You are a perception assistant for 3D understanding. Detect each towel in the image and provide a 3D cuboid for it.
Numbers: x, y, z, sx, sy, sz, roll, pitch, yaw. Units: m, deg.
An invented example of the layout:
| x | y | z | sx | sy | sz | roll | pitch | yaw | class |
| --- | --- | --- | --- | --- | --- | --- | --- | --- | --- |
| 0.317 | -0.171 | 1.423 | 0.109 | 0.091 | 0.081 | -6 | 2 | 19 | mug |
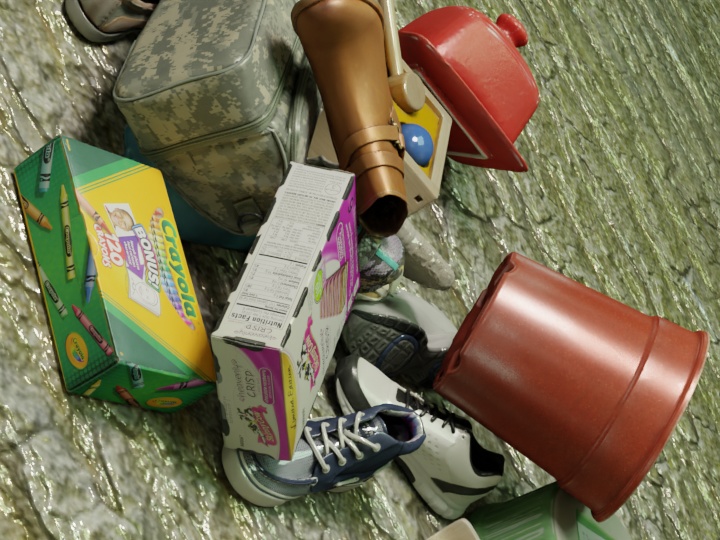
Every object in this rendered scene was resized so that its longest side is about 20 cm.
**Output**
| x | y | z | sx | sy | sz | roll | pitch | yaw | class |
| --- | --- | --- | --- | --- | --- | --- | --- | --- | --- |
| 0.006 | -0.047 | 1.786 | 0.133 | 0.034 | 0.200 | 47 | -11 | -26 | towel |

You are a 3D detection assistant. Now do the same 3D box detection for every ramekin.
| x | y | z | sx | sy | sz | roll | pitch | yaw | class |
| --- | --- | --- | --- | --- | --- | --- | --- | --- | --- |
| 0.192 | 0.296 | 1.803 | 0.200 | 0.097 | 0.201 | 41 | 32 | -33 | ramekin |

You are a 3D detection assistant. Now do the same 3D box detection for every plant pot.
| x | y | z | sx | sy | sz | roll | pitch | yaw | class |
| --- | --- | --- | --- | --- | --- | --- | --- | --- | --- |
| 0.183 | 0.094 | 1.752 | 0.195 | 0.201 | 0.201 | 30 | 30 | 0 | plant pot |

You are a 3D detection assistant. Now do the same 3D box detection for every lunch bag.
| x | y | z | sx | sy | sz | roll | pitch | yaw | class |
| --- | --- | --- | --- | --- | --- | --- | --- | --- | --- |
| -0.103 | -0.145 | 1.634 | 0.200 | 0.139 | 0.168 | -78 | 149 | -52 | lunch bag |

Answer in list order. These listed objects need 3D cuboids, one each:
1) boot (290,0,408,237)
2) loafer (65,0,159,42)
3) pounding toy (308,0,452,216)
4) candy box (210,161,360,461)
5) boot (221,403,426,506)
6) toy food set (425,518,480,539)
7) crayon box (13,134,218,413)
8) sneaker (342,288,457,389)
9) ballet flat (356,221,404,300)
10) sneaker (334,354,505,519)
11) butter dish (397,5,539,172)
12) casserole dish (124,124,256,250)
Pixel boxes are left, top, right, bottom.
| x | y | z | sx | sy | sz | roll | pitch | yaw | class |
| --- | --- | --- | --- | --- | --- | --- | --- | --- | --- |
| -0.005 | -0.128 | 1.574 | 0.200 | 0.076 | 0.156 | 81 | -1 | -65 | boot |
| -0.195 | -0.256 | 1.740 | 0.072 | 0.063 | 0.200 | 55 | 27 | -5 | loafer |
| 0.011 | -0.175 | 1.927 | 0.184 | 0.142 | 0.200 | 48 | 29 | -22 | pounding toy |
| -0.056 | 0.031 | 1.530 | 0.137 | 0.061 | 0.200 | 87 | 19 | -47 | candy box |
| -0.028 | 0.143 | 1.587 | 0.200 | 0.090 | 0.073 | 0 | 62 | -60 | boot |
| 0.082 | 0.306 | 1.639 | 0.144 | 0.060 | 0.200 | 60 | 29 | 3 | toy food set |
| -0.190 | 0.005 | 1.485 | 0.119 | 0.058 | 0.201 | 19 | 47 | -53 | crayon box |
| 0.033 | 0.057 | 1.827 | 0.200 | 0.074 | 0.087 | 25 | 30 | -59 | sneaker |
| 0.000 | 0.000 | 1.719 | 0.072 | 0.072 | 0.200 | 58 | -12 | -3 | ballet flat |
| 0.055 | 0.140 | 1.751 | 0.200 | 0.080 | 0.074 | 44 | 32 | -24 | sneaker |
| 0.123 | -0.220 | 2.092 | 0.200 | 0.148 | 0.200 | 49 | -12 | -19 | butter dish |
| -0.131 | -0.082 | 1.701 | 0.200 | 0.039 | 0.122 | 9 | 55 | -58 | casserole dish |
